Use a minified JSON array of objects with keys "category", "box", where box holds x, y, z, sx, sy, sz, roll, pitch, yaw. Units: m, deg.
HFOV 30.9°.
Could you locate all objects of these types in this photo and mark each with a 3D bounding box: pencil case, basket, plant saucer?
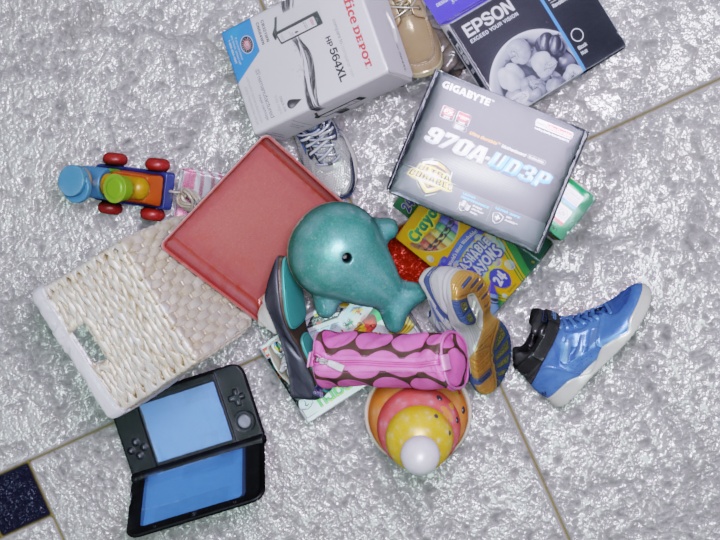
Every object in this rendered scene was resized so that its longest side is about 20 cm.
[{"category":"pencil case","box":[0.035,0.116,1.671,0.199,0.094,0.091,-3,77,22]},{"category":"basket","box":[-0.280,0.054,1.701,0.161,0.200,0.199,-32,90,23]},{"category":"plant saucer","box":[-0.131,-0.057,1.708,0.200,0.037,0.200,-45,125,6]}]

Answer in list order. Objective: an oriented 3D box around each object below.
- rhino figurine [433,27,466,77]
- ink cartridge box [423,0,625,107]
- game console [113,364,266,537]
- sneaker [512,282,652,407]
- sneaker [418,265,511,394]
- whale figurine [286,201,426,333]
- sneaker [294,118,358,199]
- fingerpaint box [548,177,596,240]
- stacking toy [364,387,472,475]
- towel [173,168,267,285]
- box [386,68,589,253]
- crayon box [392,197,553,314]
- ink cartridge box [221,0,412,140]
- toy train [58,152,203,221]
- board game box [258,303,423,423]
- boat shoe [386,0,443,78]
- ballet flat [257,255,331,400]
[{"category":"rhino figurine","box":[0.119,-0.279,1.713,0.199,0.060,0.088,11,72,5]},{"category":"ink cartridge box","box":[0.211,-0.322,1.679,0.198,0.043,0.200,-33,89,-12]},{"category":"game console","box":[-0.237,0.241,1.767,0.199,0.116,0.177,-18,92,7]},{"category":"sneaker","box":[0.283,0.073,1.709,0.111,0.077,0.200,39,104,-6]},{"category":"sneaker","box":[0.137,0.073,1.721,0.075,0.088,0.201,-38,126,-29]},{"category":"whale figurine","box":[0.000,0.000,1.685,0.200,0.104,0.159,40,87,-14]},{"category":"sneaker","box":[-0.063,-0.187,1.732,0.077,0.085,0.201,-22,92,8]},{"category":"fingerpaint box","box":[0.196,-0.124,1.662,0.200,0.167,0.073,39,95,2]},{"category":"stacking toy","box":[0.078,0.214,1.677,0.145,0.200,0.147,0,105,0]},{"category":"towel","box":[-0.162,-0.053,1.781,0.199,0.030,0.147,11,96,6]},{"category":"box","box":[0.151,-0.129,1.560,0.199,0.046,0.159,23,94,5]},{"category":"crayon box","box":[0.134,-0.049,1.703,0.200,0.052,0.126,39,135,4]},{"category":"ink cartridge box","box":[-0.054,-0.270,1.637,0.199,0.084,0.147,-23,80,23]},{"category":"toy train","box":[-0.293,-0.108,1.730,0.199,0.116,0.085,9,96,24]},{"category":"board game box","box":[-0.022,0.101,1.771,0.200,0.035,0.126,-34,90,8]},{"category":"boat shoe","box":[0.047,-0.332,1.670,0.071,0.065,0.200,-22,60,-5]},{"category":"ballet flat","box":[-0.099,0.081,1.725,0.073,0.073,0.201,-16,100,8]}]
